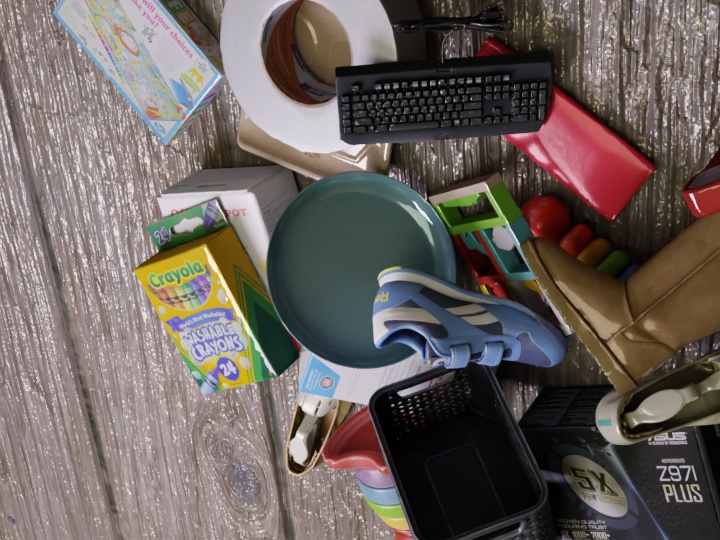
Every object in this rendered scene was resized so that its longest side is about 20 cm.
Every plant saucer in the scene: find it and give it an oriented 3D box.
[{"bbox_3d":[0.000,0.000,1.190,0.201,0.200,0.027,50,164,-2],"label":"plant saucer"}]

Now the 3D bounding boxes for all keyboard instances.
[{"bbox_3d":[0.076,-0.177,1.067,0.198,0.021,0.128,-5,119,-1],"label":"keyboard"}]

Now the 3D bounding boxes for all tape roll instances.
[{"bbox_3d":[-0.038,-0.219,1.138,0.198,0.066,0.202,12,117,25],"label":"tape roll"}]

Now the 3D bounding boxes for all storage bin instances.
[{"bbox_3d":[0.100,0.201,1.172,0.134,0.201,0.094,-19,136,-3],"label":"storage bin"}]

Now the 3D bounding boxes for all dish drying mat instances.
[{"bbox_3d":[0.183,-0.135,1.111,0.200,0.018,0.077,40,129,7],"label":"dish drying mat"}]

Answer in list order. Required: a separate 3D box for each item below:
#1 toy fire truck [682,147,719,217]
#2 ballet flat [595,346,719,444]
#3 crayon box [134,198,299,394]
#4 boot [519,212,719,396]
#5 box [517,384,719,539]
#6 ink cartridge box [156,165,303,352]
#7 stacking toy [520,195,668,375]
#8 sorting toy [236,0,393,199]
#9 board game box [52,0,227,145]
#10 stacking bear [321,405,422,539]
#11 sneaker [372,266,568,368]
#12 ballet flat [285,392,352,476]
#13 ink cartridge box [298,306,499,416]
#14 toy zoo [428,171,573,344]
[{"bbox_3d":[0.364,-0.106,0.909,0.199,0.168,0.113,-18,106,38],"label":"toy fire truck"},{"bbox_3d":[0.312,0.111,1.067,0.198,0.070,0.070,-22,107,-2],"label":"ballet flat"},{"bbox_3d":[-0.168,0.034,1.302,0.125,0.052,0.201,-17,106,39],"label":"crayon box"},{"bbox_3d":[0.268,-0.010,1.050,0.199,0.066,0.176,-38,87,9],"label":"boot"},{"bbox_3d":[0.281,0.207,1.197,0.198,0.086,0.165,-6,112,35],"label":"box"},{"bbox_3d":[-0.128,-0.014,1.338,0.144,0.083,0.202,0,117,34],"label":"ink cartridge box"},{"bbox_3d":[0.228,0.006,1.125,0.200,0.085,0.086,42,131,11],"label":"stacking toy"},{"bbox_3d":[-0.039,-0.195,1.213,0.184,0.036,0.202,23,122,20],"label":"sorting toy"},{"bbox_3d":[-0.242,-0.258,1.305,0.200,0.034,0.134,50,131,-1],"label":"board game box"},{"bbox_3d":[0.057,0.258,1.359,0.121,0.114,0.201,0,127,36],"label":"stacking bear"},{"bbox_3d":[0.103,0.065,1.141,0.198,0.083,0.074,17,153,5],"label":"sneaker"},{"bbox_3d":[-0.051,0.172,1.408,0.068,0.063,0.201,25,127,18],"label":"ballet flat"},{"bbox_3d":[0.042,0.088,1.265,0.198,0.068,0.116,12,129,-11],"label":"ink cartridge box"},{"bbox_3d":[0.150,0.000,1.166,0.201,0.020,0.131,59,161,-9],"label":"toy zoo"}]
